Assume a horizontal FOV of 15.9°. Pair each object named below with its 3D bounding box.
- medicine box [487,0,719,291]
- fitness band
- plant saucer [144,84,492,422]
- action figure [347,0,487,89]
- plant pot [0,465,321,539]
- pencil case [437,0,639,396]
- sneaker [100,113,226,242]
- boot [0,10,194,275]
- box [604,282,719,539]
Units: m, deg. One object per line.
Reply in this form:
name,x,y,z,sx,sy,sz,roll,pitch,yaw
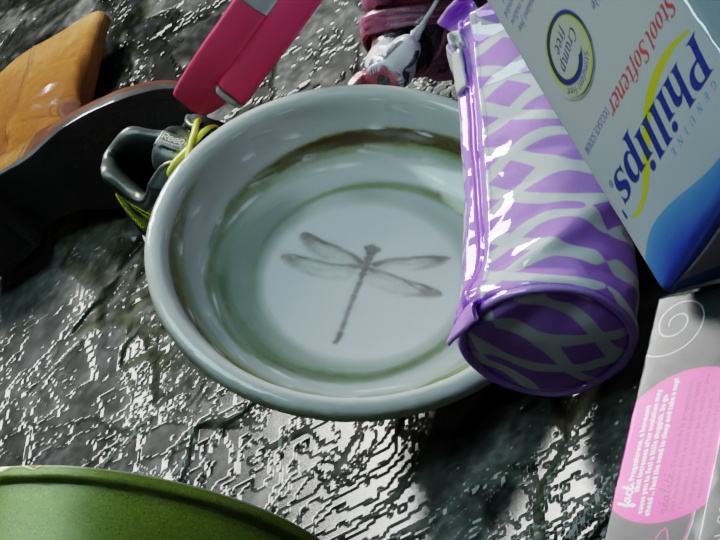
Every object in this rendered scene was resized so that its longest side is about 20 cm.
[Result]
medicine box,0.160,-0.113,0.984,0.200,0.182,0.103,61,149,27
fitness band,-0.027,-0.157,1.321,0.200,0.037,0.144,-50,5,34
plant saucer,0.000,0.000,1.209,0.200,0.050,0.200,-2,50,2
action figure,0.045,-0.159,1.309,0.200,0.134,0.149,-51,33,-18
plant pot,-0.111,0.208,1.033,0.200,0.200,0.193,-16,53,37
pencil case,0.078,-0.040,1.151,0.084,0.085,0.200,-44,34,37
sneaker,-0.066,-0.040,1.344,0.200,0.085,0.075,-6,49,47
boot,-0.164,-0.096,1.567,0.188,0.068,0.200,-38,24,24
box,0.168,0.104,0.886,0.132,0.115,0.200,-15,43,36
